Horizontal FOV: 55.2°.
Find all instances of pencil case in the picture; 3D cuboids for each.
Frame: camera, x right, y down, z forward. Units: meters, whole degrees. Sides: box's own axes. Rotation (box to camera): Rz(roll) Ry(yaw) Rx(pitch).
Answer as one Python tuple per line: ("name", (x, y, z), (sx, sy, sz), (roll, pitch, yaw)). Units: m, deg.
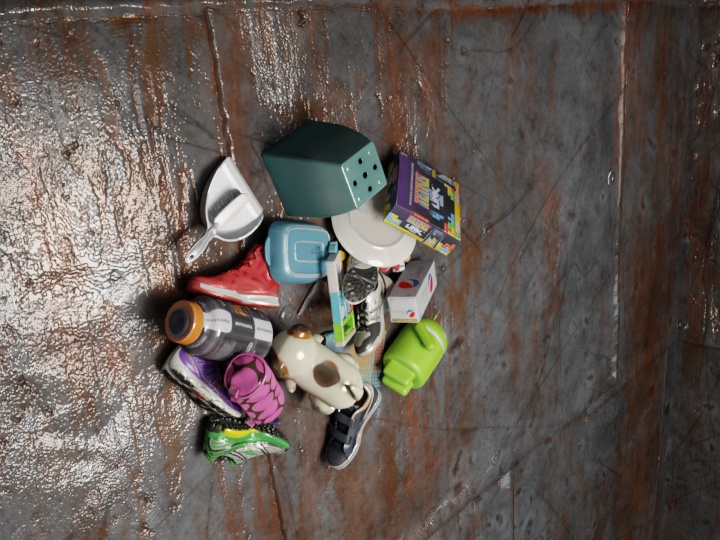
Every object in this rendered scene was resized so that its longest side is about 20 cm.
("pencil case", (-0.194, 0.223, 1.259), (0.094, 0.091, 0.201), (-43, 157, -16))

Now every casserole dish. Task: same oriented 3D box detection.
("casserole dish", (-0.114, -0.036, 1.358), (0.199, 0.038, 0.124), (0, 88, -60))

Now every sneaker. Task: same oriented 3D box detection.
("sneaker", (0.000, 0.000, 1.439), (0.071, 0.073, 0.202), (26, 45, -9))
("sneaker", (0.012, 0.091, 1.519), (0.088, 0.075, 0.203), (41, 52, -35))
("sneaker", (-0.275, 0.204, 1.272), (0.084, 0.079, 0.201), (-61, 137, -31))
("sneaker", (-0.226, 0.340, 1.360), (0.198, 0.078, 0.087), (18, 96, -38))
("sneaker", (-0.029, 0.338, 1.532), (0.203, 0.077, 0.079), (-63, 144, -14))
("sneaker", (-0.233, 0.003, 1.282), (0.198, 0.077, 0.118), (16, 74, -48))

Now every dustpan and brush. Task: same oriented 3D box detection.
("dustpan and brush", (-0.254, -0.089, 1.231), (0.201, 0.057, 0.141), (-49, 129, -24))

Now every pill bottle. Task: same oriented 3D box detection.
("pill bottle", (-0.252, 0.106, 1.219), (0.199, 0.105, 0.108), (24, 83, -58))

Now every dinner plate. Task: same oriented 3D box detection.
("dinner plate", (0.033, -0.103, 1.450), (0.196, 0.024, 0.204), (10, 60, -19))

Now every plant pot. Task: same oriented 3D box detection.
("plant pot", (-0.055, -0.188, 1.305), (0.141, 0.198, 0.143), (-41, 125, -30))

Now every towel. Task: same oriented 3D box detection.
("towel", (-0.019, 0.206, 1.558), (0.198, 0.021, 0.150), (-1, 101, -44))

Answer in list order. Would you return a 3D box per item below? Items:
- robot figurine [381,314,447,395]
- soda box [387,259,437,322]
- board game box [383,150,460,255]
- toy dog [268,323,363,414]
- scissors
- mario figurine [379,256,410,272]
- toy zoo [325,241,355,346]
("robot figurine", (0.130, 0.195, 1.629), (0.201, 0.114, 0.177), (-50, 157, -33))
("soda box", (0.121, 0.045, 1.565), (0.200, 0.067, 0.065), (-53, 138, -60))
("board game box", (0.135, -0.149, 1.485), (0.163, 0.057, 0.202), (27, 40, -18))
("toy dog", (-0.101, 0.195, 1.362), (0.199, 0.193, 0.140), (40, 86, -28))
("scissors", (-0.080, 0.004, 1.458), (0.200, 0.014, 0.074), (-46, 130, -26))
("mario figurine", (0.107, -0.068, 1.557), (0.201, 0.105, 0.124), (-51, 123, -27))
("toy zoo", (-0.041, 0.042, 1.415), (0.131, 0.020, 0.205), (-38, 122, -78))
